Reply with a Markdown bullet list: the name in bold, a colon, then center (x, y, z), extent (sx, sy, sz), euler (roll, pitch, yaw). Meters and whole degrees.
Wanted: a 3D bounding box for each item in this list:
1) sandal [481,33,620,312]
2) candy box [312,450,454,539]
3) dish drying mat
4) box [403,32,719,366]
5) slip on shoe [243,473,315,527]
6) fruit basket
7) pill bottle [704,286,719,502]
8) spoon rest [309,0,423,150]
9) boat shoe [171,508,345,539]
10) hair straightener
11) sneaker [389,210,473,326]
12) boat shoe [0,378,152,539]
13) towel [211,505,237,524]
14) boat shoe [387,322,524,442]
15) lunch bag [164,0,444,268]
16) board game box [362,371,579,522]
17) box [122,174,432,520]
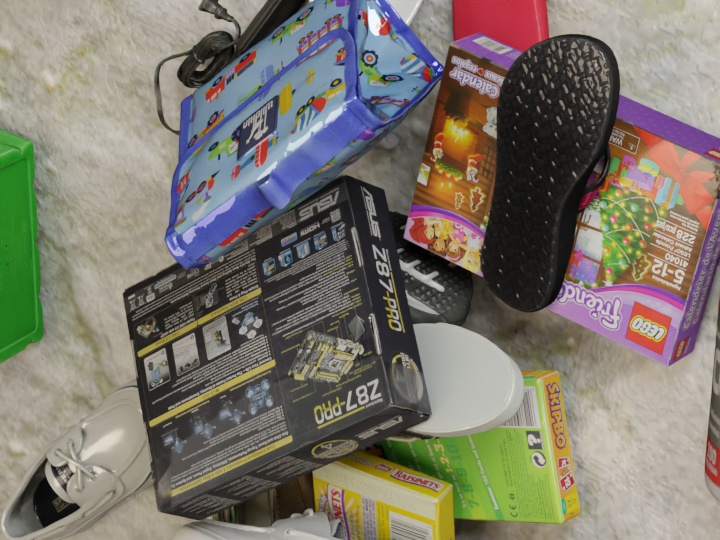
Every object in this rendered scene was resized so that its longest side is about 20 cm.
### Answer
- **sandal**: center (0.116, -0.064, 1.612), extent (0.075, 0.045, 0.200), euler (37, 136, 27)
- **candy box**: center (0.019, 0.213, 1.825), extent (0.102, 0.026, 0.200), euler (20, 130, 31)
- **dish drying mat**: center (0.093, -0.094, 1.704), extent (0.077, 0.018, 0.200), euler (7, 108, 40)
- **box**: center (0.130, -0.045, 1.653), extent (0.200, 0.039, 0.137), euler (26, 118, 26)
- **slip on shoe**: center (-0.057, 0.090, 1.874), extent (0.060, 0.076, 0.201), euler (-5, 93, 4)
- **fruit basket**: center (-0.346, -0.023, 2.050), extent (0.215, 0.155, 0.216), euler (7, 109, 22)
- **pill bottle**: center (0.258, 0.035, 1.528), extent (0.114, 0.114, 0.200), euler (17, 115, 38)
- **spoon rest**: center (0.005, -0.168, 1.722), extent (0.099, 0.061, 0.200), euler (1, 111, 5)
- **boat shoe**: center (-0.029, 0.194, 1.780), extent (0.200, 0.069, 0.072), euler (15, 155, 27)
- **hair straightener**: center (-0.083, -0.152, 1.838), extent (0.200, 0.041, 0.077), euler (-42, 74, 46)
- **sneaker**: center (0.000, 0.000, 1.789), extent (0.200, 0.074, 0.080), euler (32, 128, 41)
- **boat shoe**: center (-0.203, 0.150, 2.016), extent (0.074, 0.065, 0.200), euler (54, 132, 16)
- **towel**: center (-0.098, 0.137, 1.891), extent (0.153, 0.023, 0.200), euler (-120, 23, -77)
- **boat shoe**: center (0.031, 0.074, 1.729), extent (0.200, 0.064, 0.071), euler (4, 73, 40)
- **lunch bag**: center (-0.040, -0.077, 1.621), extent (0.150, 0.200, 0.094), euler (-35, 106, 19)
- **board game box**: center (0.054, 0.115, 1.789), extent (0.200, 0.030, 0.096), euler (-2, 101, 40)
- **box**: center (-0.058, 0.051, 1.729), extent (0.200, 0.049, 0.162), euler (-27, 61, 31)
